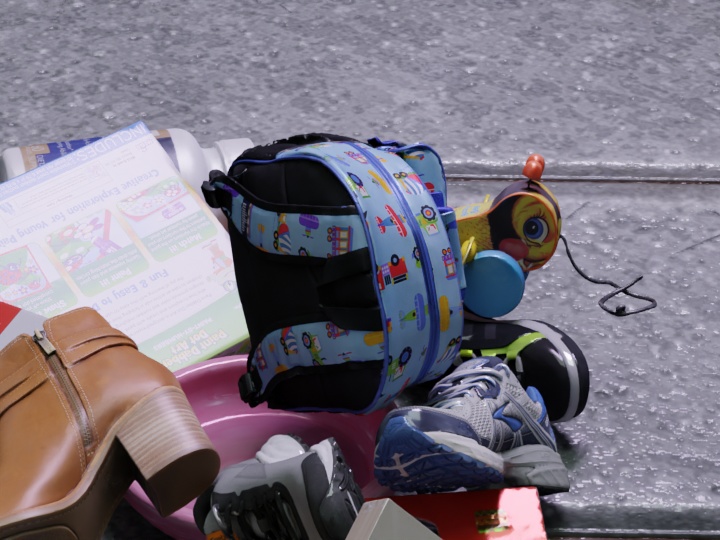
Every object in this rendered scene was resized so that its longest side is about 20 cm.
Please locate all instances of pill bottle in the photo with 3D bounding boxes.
[{"bbox_3d":[-0.179,-0.052,1.579,0.198,0.112,0.111,-8,31,-14],"label":"pill bottle"}]

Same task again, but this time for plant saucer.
[{"bbox_3d":[-0.066,0.129,1.332,0.198,0.051,0.201,0,31,0],"label":"plant saucer"}]

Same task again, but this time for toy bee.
[{"bbox_3d":[0.100,-0.028,1.420,0.198,0.110,0.131,-7,17,-10],"label":"toy bee"}]

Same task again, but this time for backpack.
[{"bbox_3d":[0.000,0.000,1.276,0.133,0.185,0.200,-12,4,-25],"label":"backpack"}]

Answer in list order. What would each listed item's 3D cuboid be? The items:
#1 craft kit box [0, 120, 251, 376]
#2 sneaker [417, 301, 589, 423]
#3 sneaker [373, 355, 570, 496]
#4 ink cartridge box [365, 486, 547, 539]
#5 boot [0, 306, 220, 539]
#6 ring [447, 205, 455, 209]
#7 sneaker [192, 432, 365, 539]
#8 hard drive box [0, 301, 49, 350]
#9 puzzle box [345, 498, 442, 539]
[{"bbox_3d":[-0.184,0.009,1.441,0.199,0.049,0.198,-27,67,-31],"label":"craft kit box"},{"bbox_3d":[0.072,0.070,1.418,0.082,0.072,0.199,-21,26,-39],"label":"sneaker"},{"bbox_3d":[0.064,0.097,1.268,0.076,0.086,0.200,-12,-16,26],"label":"sneaker"},{"bbox_3d":[0.027,0.194,1.180,0.198,0.044,0.175,-3,50,-6],"label":"ink cartridge box"},{"bbox_3d":[-0.197,0.108,1.174,0.199,0.074,0.155,-24,47,-24],"label":"boot"},{"bbox_3d":[-0.012,-0.008,1.555,0.198,0.019,0.201,-12,19,4],"label":"ring"},{"bbox_3d":[-0.043,0.140,1.130,0.079,0.075,0.200,-23,3,-17],"label":"sneaker"},{"bbox_3d":[-0.262,0.117,1.271,0.155,0.077,0.201,16,50,25],"label":"hard drive box"},{"bbox_3d":[0.051,0.226,1.011,0.025,0.200,0.134,-18,37,54],"label":"puzzle box"}]
